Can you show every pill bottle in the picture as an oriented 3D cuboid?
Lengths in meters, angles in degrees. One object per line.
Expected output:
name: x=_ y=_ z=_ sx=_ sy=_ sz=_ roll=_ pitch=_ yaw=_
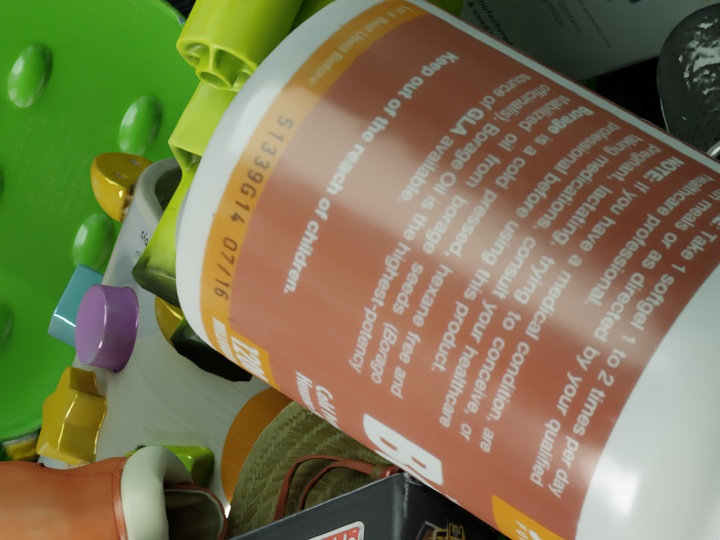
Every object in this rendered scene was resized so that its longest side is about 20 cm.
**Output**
pill bottle: x=0.059 y=0.017 z=0.708 sx=0.200 sy=0.112 sz=0.112 roll=31 pitch=80 yaw=23

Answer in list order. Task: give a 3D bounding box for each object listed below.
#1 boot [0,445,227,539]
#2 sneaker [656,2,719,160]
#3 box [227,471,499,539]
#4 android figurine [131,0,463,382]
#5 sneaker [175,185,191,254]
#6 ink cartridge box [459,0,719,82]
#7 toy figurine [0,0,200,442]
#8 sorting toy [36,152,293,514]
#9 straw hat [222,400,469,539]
boot: x=-0.092 y=0.102 z=0.910 sx=0.107 sy=0.200 sz=0.075 roll=-12 pitch=78 yaw=2
sneaker: x=0.137 y=-0.014 z=0.793 sx=0.075 sy=0.115 sz=0.200 roll=-37 pitch=63 yaw=13
box: x=-0.053 y=0.175 z=0.739 sx=0.200 sy=0.050 sz=0.199 roll=-23 pitch=48 yaw=35
android figurine: x=-0.014 y=-0.066 z=0.915 sx=0.041 sy=0.182 sz=0.200 roll=20 pitch=74 yaw=16
sneaker: x=0.000 y=0.000 z=0.864 sx=0.082 sy=0.200 sz=0.074 roll=1 pitch=84 yaw=40
ink cartridge box: x=0.136 y=-0.157 z=0.989 sx=0.200 sy=0.083 sz=0.145 roll=-15 pitch=32 yaw=38
toy figurine: x=-0.161 y=-0.028 z=1.190 sx=0.184 sy=0.150 sz=0.200 roll=5 pitch=74 yaw=67
sorting toy: x=-0.082 y=0.070 z=1.045 sx=0.180 sy=0.107 sz=0.200 roll=-60 pitch=32 yaw=18
straw hat: x=0.032 y=0.133 z=0.838 sx=0.201 sy=0.085 sz=0.202 roll=-3 pitch=86 yaw=59
